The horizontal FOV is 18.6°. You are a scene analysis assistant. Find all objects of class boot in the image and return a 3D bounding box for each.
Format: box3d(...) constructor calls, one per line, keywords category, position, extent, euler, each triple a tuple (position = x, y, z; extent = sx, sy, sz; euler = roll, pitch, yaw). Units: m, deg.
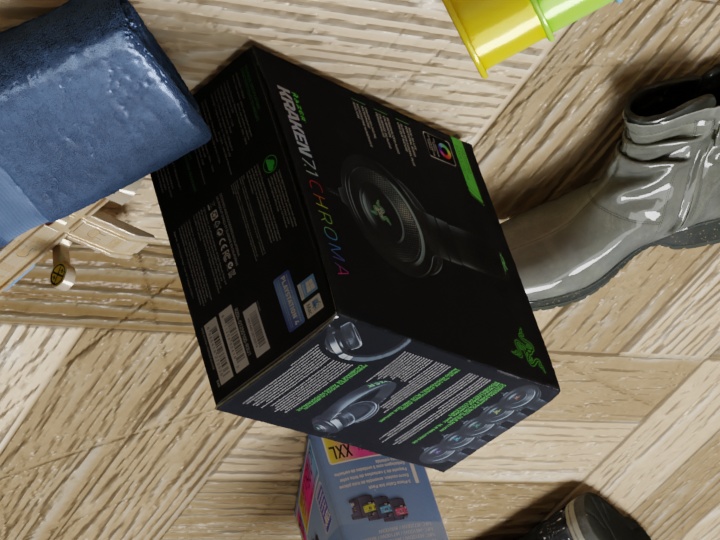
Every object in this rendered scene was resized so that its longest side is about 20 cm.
box3d(category="boot", position=(0.157, 0.255, 1.755), extent=(0.153, 0.074, 0.204), euler=(-26, 144, 16))
box3d(category="boot", position=(0.153, -0.058, 1.290), extent=(0.199, 0.068, 0.131), euler=(-20, 145, -14))

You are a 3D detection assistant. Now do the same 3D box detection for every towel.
box3d(category="towel", position=(-0.183, -0.065, 1.089), extent=(0.199, 0.049, 0.112), euler=(-24, 138, 9))

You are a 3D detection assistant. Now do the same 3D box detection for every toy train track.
box3d(category="toy train track", position=(-0.188, 0.002, 1.196), extent=(0.115, 0.033, 0.200), euler=(24, 132, -38))

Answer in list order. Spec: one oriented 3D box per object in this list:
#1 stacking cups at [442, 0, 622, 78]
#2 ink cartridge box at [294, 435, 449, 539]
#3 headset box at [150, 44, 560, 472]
box3d(category="stacking cups", position=(0.135, -0.172, 1.112), extent=(0.200, 0.061, 0.061), euler=(-29, 148, 5))
box3d(category="ink cartridge box", position=(0.018, 0.216, 1.491), extent=(0.076, 0.200, 0.137), euler=(-11, 147, -14))
box3d(category="headset box", position=(0.000, 0.000, 1.174), extent=(0.093, 0.175, 0.200), euler=(-37, 144, 28))
